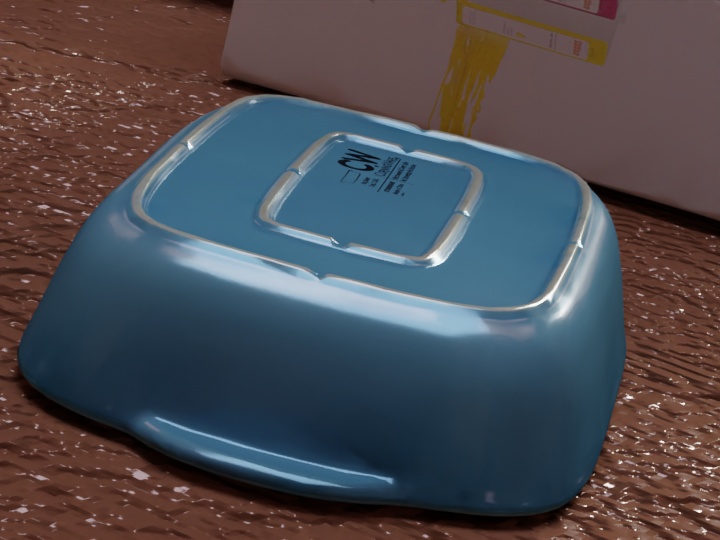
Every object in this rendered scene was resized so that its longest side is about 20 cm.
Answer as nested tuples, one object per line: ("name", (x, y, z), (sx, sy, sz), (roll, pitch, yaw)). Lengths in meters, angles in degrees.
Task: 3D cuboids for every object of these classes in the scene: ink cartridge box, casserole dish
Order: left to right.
("casserole dish", (0.000, 0.000, 0.605), (0.121, 0.039, 0.200), (15, 15, 6))
("ink cartridge box", (0.082, -0.099, 0.850), (0.199, 0.126, 0.128), (17, 16, 19))
